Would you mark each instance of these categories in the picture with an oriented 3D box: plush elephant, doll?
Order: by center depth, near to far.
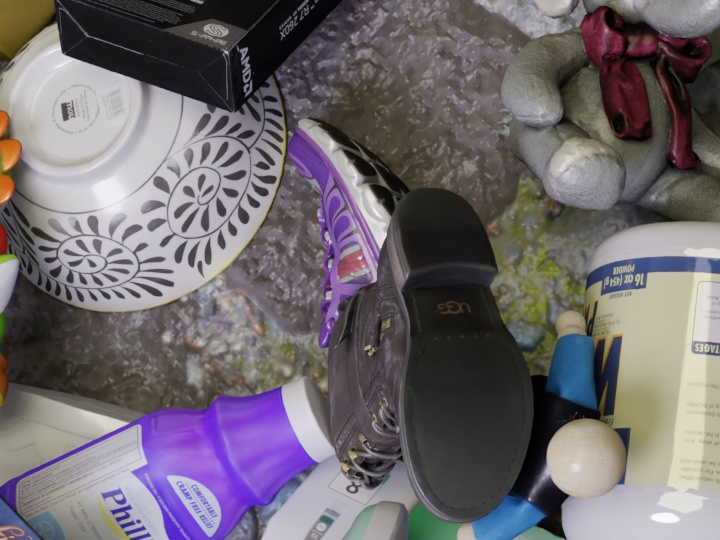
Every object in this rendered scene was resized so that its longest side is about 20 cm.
[{"bbox_3d":[0.085,0.084,1.472,0.048,0.200,0.137,28,86,-16],"label":"doll"},{"bbox_3d":[0.155,-0.117,1.553,0.200,0.165,0.155,39,110,59],"label":"plush elephant"}]

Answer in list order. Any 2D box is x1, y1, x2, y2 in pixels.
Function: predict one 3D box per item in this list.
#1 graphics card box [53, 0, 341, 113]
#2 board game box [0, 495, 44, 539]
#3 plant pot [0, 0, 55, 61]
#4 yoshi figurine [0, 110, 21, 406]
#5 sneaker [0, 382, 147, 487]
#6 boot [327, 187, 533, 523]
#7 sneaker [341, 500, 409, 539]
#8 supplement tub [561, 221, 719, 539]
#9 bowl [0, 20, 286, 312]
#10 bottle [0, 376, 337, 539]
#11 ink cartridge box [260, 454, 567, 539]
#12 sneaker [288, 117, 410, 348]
[{"bbox_3d":[-0.074,-0.181,1.670,0.125,0.051,0.200,20,46,23],"label":"graphics card box"},{"bbox_3d":[-0.206,0.190,1.577,0.035,0.200,0.135,-35,62,-26],"label":"board game box"},{"bbox_3d":[-0.265,-0.240,1.728,0.200,0.200,0.177,14,81,23],"label":"plant pot"},{"bbox_3d":[-0.255,-0.011,1.641,0.112,0.112,0.200,5,60,-8],"label":"yoshi figurine"},{"bbox_3d":[-0.202,0.126,1.669,0.200,0.074,0.116,9,88,21],"label":"sneaker"},{"bbox_3d":[0.027,0.070,1.489,0.069,0.174,0.200,5,58,-16],"label":"boot"},{"bbox_3d":[-0.061,0.189,1.487,0.118,0.074,0.201,26,72,18],"label":"sneaker"},{"bbox_3d":[0.183,0.087,1.494,0.145,0.145,0.200,2,74,20],"label":"supplement tub"},{"bbox_3d":[-0.154,-0.083,1.696,0.201,0.094,0.201,-6,73,18],"label":"bowl"},{"bbox_3d":[-0.108,0.121,1.590,0.200,0.084,0.065,-25,31,11],"label":"bottle"},{"bbox_3d":[0.003,0.195,1.530,0.161,0.050,0.200,25,50,24],"label":"ink cartridge box"},{"bbox_3d":[0.000,0.000,1.627,0.083,0.081,0.200,-33,65,15],"label":"sneaker"}]
